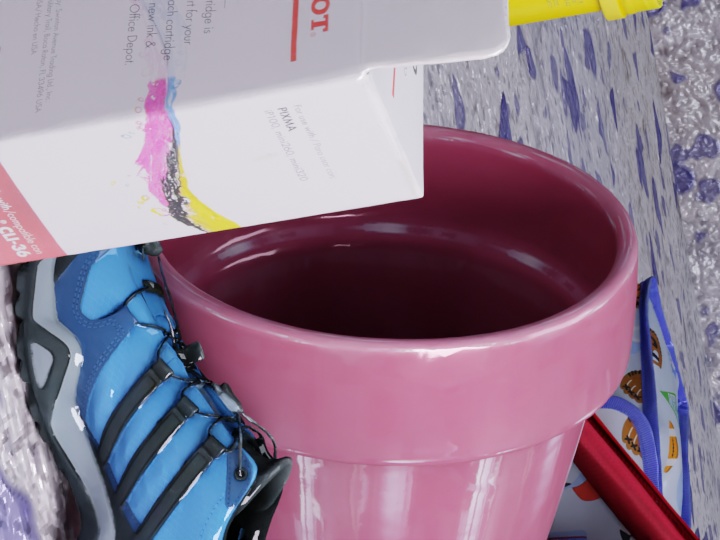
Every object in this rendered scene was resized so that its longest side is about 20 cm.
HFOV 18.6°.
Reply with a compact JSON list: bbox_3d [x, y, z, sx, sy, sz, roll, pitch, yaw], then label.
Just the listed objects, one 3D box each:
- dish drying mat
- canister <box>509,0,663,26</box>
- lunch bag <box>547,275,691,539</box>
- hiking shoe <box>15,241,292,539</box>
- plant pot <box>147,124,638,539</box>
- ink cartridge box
[{"bbox_3d":[0.117,0.092,1.050,0.200,0.018,0.077,51,-7,26],"label":"dish drying mat"},{"bbox_3d":[0.047,-0.179,1.110,0.149,0.200,0.087,-82,158,-47],"label":"canister"},{"bbox_3d":[0.088,0.108,1.168,0.200,0.170,0.124,-80,154,-49],"label":"lunch bag"},{"bbox_3d":[-0.065,0.057,0.770,0.074,0.087,0.201,-3,85,-76],"label":"hiking shoe"},{"bbox_3d":[0.008,0.059,0.886,0.200,0.200,0.179,-70,163,-62],"label":"plant pot"},{"bbox_3d":[-0.043,-0.076,0.702,0.068,0.200,0.117,62,24,-52],"label":"ink cartridge box"}]
